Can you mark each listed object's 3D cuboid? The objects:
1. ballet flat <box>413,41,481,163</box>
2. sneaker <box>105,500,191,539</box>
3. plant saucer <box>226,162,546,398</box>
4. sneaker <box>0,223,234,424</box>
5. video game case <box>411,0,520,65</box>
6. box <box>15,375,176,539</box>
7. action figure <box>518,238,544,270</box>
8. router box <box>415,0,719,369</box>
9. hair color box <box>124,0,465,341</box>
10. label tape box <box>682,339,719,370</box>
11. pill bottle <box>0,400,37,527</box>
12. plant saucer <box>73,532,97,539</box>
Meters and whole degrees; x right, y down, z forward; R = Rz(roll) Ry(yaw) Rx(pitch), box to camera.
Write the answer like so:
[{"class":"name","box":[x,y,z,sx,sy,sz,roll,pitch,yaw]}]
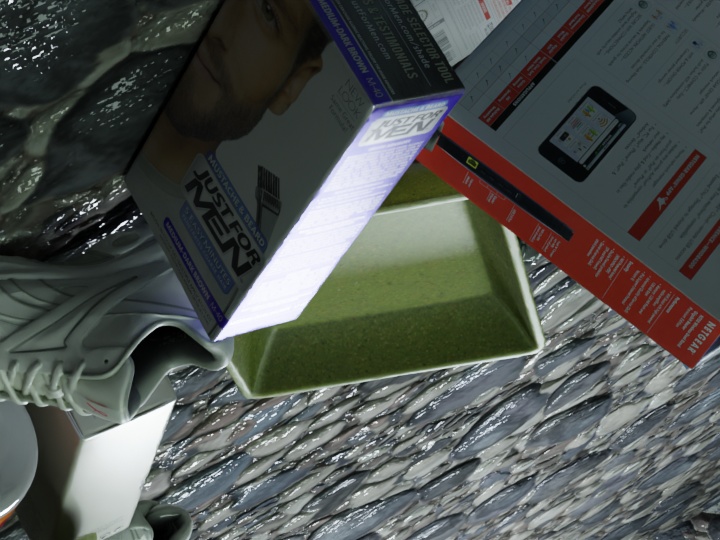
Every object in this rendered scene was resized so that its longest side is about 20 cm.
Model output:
[{"class":"ballet flat","box":[0.059,-0.068,1.166,0.068,0.067,0.200,-27,162,-41]},{"class":"sneaker","box":[-0.167,0.229,1.516,0.099,0.078,0.200,-35,162,0]},{"class":"plant saucer","box":[0.000,0.000,1.156,0.198,0.048,0.200,-10,150,8]},{"class":"sneaker","box":[-0.159,0.042,1.024,0.199,0.100,0.078,-19,145,-8]},{"class":"video game case","box":[0.098,-0.182,1.024,0.199,0.018,0.143,-33,160,3]},{"class":"box","box":[-0.176,0.104,1.209,0.068,0.082,0.200,-21,159,-26]},{"class":"action figure","box":[0.077,-0.005,1.345,0.199,0.055,0.118,-14,165,-8]},{"class":"router box","box":[0.152,-0.079,0.967,0.200,0.179,0.049,-46,170,-30]},{"class":"hair color box","box":[-0.039,-0.066,0.958,0.065,0.110,0.200,-13,153,-39]},{"class":"label tape box","box":[0.228,-0.021,1.298,0.066,0.144,0.200,-28,171,-8]},{"class":"pill bottle","box":[-0.271,0.143,1.113,0.109,0.110,0.200,-13,153,-42]},{"class":"plant saucer","box":[-0.244,0.226,1.193,0.199,0.031,0.200,-31,174,-3]}]
